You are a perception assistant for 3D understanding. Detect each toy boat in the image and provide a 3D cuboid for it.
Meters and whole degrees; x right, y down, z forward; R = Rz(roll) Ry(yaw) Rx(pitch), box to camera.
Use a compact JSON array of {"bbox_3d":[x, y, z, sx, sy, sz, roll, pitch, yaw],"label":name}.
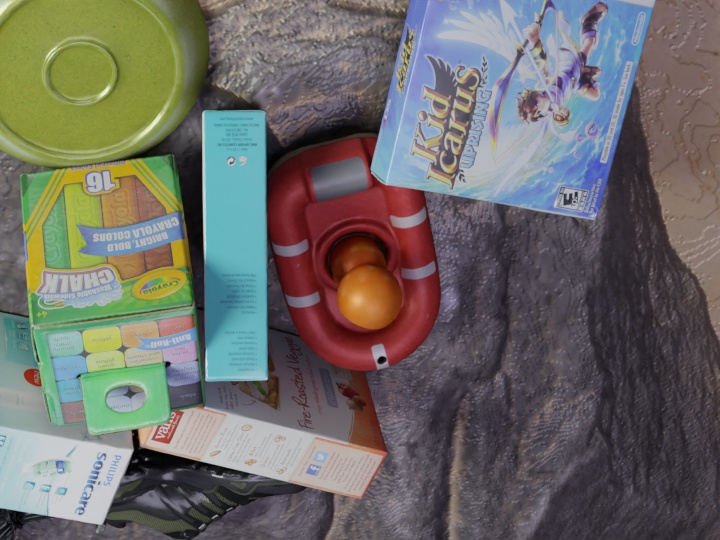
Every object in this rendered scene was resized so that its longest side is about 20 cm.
[{"bbox_3d":[0.000,0.000,1.577,0.129,0.131,0.201,-15,127,-2],"label":"toy boat"}]

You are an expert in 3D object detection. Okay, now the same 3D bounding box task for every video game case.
[{"bbox_3d":[0.118,-0.150,1.515,0.180,0.045,0.202,9,105,-18],"label":"video game case"}]

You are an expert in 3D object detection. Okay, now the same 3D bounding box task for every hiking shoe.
[{"bbox_3d":[-0.137,0.184,1.725,0.198,0.076,0.101,-2,134,0],"label":"hiking shoe"}]

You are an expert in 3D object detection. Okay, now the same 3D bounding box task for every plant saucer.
[{"bbox_3d":[-0.209,-0.153,1.485,0.198,0.031,0.201,-6,125,-8],"label":"plant saucer"}]

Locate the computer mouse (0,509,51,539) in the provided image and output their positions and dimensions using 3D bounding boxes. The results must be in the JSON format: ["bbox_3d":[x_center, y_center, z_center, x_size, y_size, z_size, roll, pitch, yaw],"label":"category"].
[{"bbox_3d":[-0.348,0.165,1.661,0.138,0.053,0.200,-27,137,29],"label":"computer mouse"}]

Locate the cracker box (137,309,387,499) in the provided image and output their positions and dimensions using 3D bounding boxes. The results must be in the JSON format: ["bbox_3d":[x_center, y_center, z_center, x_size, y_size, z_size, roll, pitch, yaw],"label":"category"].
[{"bbox_3d":[-0.086,0.104,1.630,0.199,0.134,0.058,15,121,-22],"label":"cracker box"}]

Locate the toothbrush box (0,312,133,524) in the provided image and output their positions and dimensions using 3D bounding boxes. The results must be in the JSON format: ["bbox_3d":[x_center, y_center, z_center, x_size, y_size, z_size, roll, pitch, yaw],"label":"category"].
[{"bbox_3d":[-0.289,0.109,1.582,0.199,0.147,0.086,14,122,-20],"label":"toothbrush box"}]

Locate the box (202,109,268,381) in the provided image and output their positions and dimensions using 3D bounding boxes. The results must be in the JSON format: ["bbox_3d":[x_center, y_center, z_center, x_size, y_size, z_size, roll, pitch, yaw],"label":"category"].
[{"bbox_3d":[-0.095,-0.020,1.513,0.049,0.082,0.202,-1,94,-4],"label":"box"}]

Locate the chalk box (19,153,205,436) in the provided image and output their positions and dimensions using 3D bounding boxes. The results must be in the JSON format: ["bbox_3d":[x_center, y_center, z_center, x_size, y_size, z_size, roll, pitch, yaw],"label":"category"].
[{"bbox_3d":[-0.185,0.031,1.502,0.123,0.201,0.124,-8,140,-7],"label":"chalk box"}]
